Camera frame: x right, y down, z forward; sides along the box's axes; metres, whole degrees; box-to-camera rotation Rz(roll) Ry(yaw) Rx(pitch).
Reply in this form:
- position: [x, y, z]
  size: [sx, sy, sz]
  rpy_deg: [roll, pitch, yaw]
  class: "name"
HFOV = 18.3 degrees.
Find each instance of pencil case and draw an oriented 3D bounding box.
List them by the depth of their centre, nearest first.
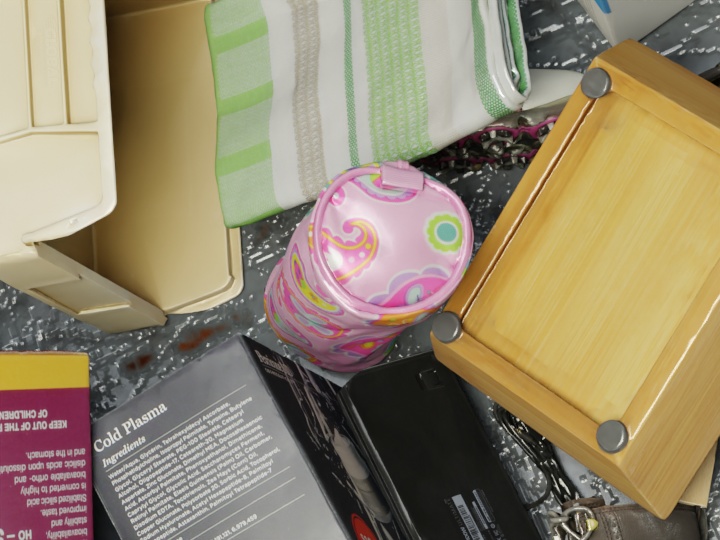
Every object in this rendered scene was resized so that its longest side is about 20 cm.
- position: [0.000, 0.000, 1.159]
  size: [0.087, 0.200, 0.088]
  rpy_deg: [1, 80, -8]
  class: "pencil case"

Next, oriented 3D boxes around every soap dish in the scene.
- position: [0.138, -0.001, 1.123]
  size: [0.157, 0.081, 0.200]
  rpy_deg: [35, 99, 30]
  class: "soap dish"

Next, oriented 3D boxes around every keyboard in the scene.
- position: [0.072, 0.131, 1.166]
  size: [0.021, 0.127, 0.200]
  rpy_deg: [-45, 66, 47]
  class: "keyboard"

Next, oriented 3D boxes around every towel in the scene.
- position: [-0.004, -0.119, 1.191]
  size: [0.200, 0.031, 0.149]
  rpy_deg: [-22, 60, 32]
  class: "towel"

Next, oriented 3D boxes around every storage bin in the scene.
- position: [-0.142, -0.083, 1.210]
  size: [0.094, 0.200, 0.199]
  rpy_deg: [-9, 76, 14]
  class: "storage bin"

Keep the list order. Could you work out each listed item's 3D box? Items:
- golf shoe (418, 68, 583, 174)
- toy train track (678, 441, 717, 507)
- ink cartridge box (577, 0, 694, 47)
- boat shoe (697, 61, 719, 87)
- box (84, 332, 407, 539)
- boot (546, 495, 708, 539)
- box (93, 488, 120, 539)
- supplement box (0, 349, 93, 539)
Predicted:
- position: [0.035, -0.100, 1.236]
  size: [0.200, 0.073, 0.092]
  rpy_deg: [-4, 75, 14]
  class: "golf shoe"
- position: [0.220, 0.084, 1.169]
  size: [0.200, 0.033, 0.115]
  rpy_deg: [10, 63, 10]
  class: "toy train track"
- position: [0.133, -0.254, 1.207]
  size: [0.145, 0.147, 0.200]
  rpy_deg: [-36, 72, 4]
  class: "ink cartridge box"
- position: [0.177, -0.067, 1.196]
  size: [0.200, 0.065, 0.073]
  rpy_deg: [-41, 72, 3]
  class: "boat shoe"
- position: [-0.032, 0.147, 1.130]
  size: [0.104, 0.200, 0.182]
  rpy_deg: [-32, 73, 7]
  class: "box"
- position: [0.123, 0.199, 1.101]
  size: [0.069, 0.200, 0.174]
  rpy_deg: [-23, 77, 40]
  class: "boot"
- position: [-0.170, 0.225, 1.163]
  size: [0.200, 0.117, 0.197]
  rpy_deg: [-38, 71, 25]
  class: "box"
- position: [-0.204, 0.139, 1.054]
  size: [0.131, 0.103, 0.200]
  rpy_deg: [-5, 86, 35]
  class: "supplement box"
